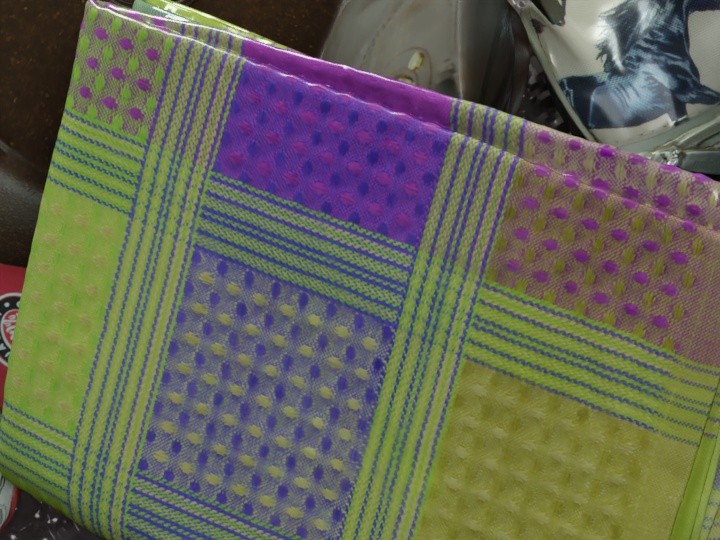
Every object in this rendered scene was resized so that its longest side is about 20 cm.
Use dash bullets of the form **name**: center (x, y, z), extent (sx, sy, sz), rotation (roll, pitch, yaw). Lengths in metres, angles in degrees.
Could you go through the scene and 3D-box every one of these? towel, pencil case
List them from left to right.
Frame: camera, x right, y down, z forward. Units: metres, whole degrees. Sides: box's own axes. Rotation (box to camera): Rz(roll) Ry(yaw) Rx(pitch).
- **towel**: center (0.005, 0.024, 0.734), extent (0.200, 0.023, 0.144), rotation (20, 104, 23)
- **pencil case**: center (0.151, -0.087, 0.914), extent (0.200, 0.078, 0.090), rotation (-27, 49, 15)

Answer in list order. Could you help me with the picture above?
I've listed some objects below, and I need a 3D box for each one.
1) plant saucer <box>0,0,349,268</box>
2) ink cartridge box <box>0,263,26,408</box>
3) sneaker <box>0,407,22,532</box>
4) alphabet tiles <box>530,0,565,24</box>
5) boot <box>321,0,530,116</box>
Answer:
- **plant saucer**: center (-0.065, -0.096, 0.819), extent (0.200, 0.034, 0.201), rotation (-11, 108, -36)
- **ink cartridge box**: center (-0.179, 0.019, 0.873), extent (0.200, 0.083, 0.146), rotation (-25, 86, -14)
- **sneaker**: center (-0.187, 0.055, 0.780), extent (0.199, 0.082, 0.078), rotation (0, 81, -11)
- **alphabet tiles**: center (-0.002, -0.163, 0.874), extent (0.006, 0.167, 0.200), rotation (-35, 128, 0)
- **boot**: center (0.000, 0.000, 0.834), extent (0.064, 0.200, 0.187), rotation (17, 95, 1)
